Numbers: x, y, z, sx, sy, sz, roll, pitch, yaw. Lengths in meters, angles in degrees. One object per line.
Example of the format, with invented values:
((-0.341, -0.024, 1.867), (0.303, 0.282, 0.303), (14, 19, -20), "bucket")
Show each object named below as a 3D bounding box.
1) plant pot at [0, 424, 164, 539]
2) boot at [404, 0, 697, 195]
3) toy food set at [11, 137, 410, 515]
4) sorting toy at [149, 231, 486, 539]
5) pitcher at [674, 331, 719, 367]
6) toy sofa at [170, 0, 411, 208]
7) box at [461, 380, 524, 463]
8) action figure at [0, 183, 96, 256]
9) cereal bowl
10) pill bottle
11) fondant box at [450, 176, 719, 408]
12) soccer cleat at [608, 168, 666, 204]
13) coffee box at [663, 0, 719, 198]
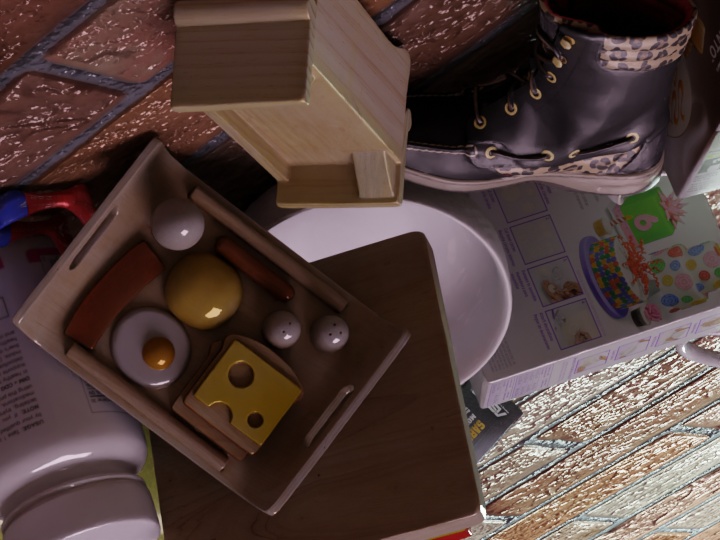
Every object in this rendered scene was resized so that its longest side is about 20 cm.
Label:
((-0.189, 0.132, 1.765), (0.184, 0.201, 0.200), (-2, 153, -17), "plant pot")
((0.105, -0.117, 1.564), (0.200, 0.073, 0.151), (7, 141, -6), "boot")
((-0.089, 0.035, 1.542), (0.144, 0.200, 0.060), (-53, -175, -9), "toy food set")
((-0.028, 0.101, 1.608), (0.200, 0.199, 0.070), (-17, 151, 11), "sorting toy")
((0.381, 0.077, 2.260), (0.171, 0.121, 0.200), (-7, 153, 21), "pitcher")
((-0.037, -0.109, 1.474), (0.083, 0.098, 0.200), (-1, 164, 18), "toy sofa")
((0.029, 0.156, 1.894), (0.158, 0.048, 0.200), (-47, -177, -16), "box")
((-0.257, -0.015, 1.517), (0.200, 0.052, 0.065), (-5, 158, -31), "action figure")
((0.000, 0.000, 1.693), (0.200, 0.083, 0.200), (-3, 132, -3), "cereal bowl")
((-0.201, 0.089, 1.602), (0.113, 0.200, 0.113), (-18, 158, -8), "pill bottle")
((0.153, -0.003, 1.790), (0.200, 0.144, 0.058), (-18, 158, -8), "fondant box")
((0.245, -0.106, 1.723), (0.200, 0.078, 0.069), (-22, 159, -1), "soccer cleat")
((0.236, -0.146, 1.572), (0.080, 0.114, 0.200), (-15, 158, -16), "coffee box")
